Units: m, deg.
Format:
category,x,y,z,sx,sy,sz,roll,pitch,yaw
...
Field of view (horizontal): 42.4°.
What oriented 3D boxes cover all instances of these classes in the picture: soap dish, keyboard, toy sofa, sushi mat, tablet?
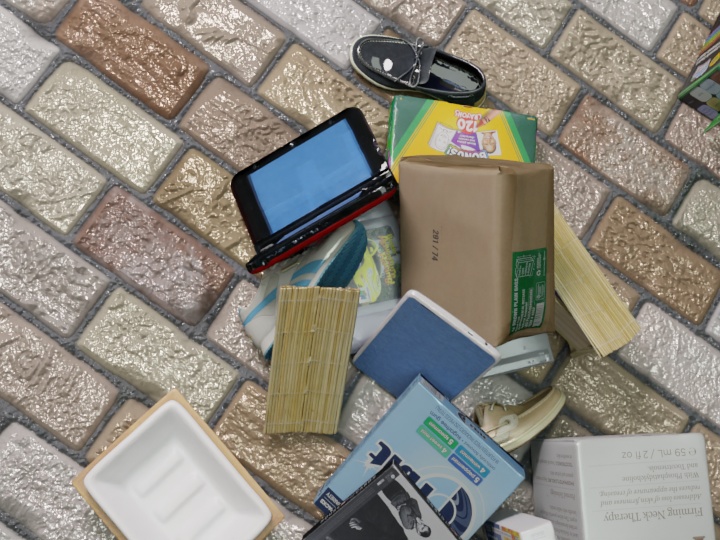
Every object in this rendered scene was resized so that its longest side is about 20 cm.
category,x,y,z,sx,sy,sz,roll,pitch,yaw
soap dish,-0.211,0.267,1.084,0.157,0.081,0.201,-41,88,-14
keyboard,0.156,0.113,1.212,0.196,0.011,0.057,-12,76,-12
toy sofa,0.249,0.012,1.197,0.200,0.098,0.083,43,70,1
sushi mat,-0.060,0.109,1.107,0.094,0.012,0.204,4,114,-11
sushi mat,0.270,0.010,1.159,0.095,0.012,0.202,-20,73,-42
tablet,0.073,0.105,1.106,0.129,0.200,0.014,36,55,0

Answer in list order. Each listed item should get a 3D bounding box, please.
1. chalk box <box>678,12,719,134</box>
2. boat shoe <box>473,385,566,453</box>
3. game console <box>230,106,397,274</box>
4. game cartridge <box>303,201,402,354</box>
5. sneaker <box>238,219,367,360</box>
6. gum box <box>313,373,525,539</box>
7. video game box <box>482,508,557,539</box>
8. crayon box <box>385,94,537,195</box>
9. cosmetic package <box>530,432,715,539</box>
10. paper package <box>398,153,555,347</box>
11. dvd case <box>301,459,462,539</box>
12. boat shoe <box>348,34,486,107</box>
category,x,y,z,sx,sy,sz,roll,pitch,yaw
chalk box,0.539,-0.274,1.290,0.123,0.125,0.202,29,77,-2
boat shoe,0.169,0.197,1.167,0.198,0.072,0.066,-33,87,-8
game console,-0.065,-0.102,1.120,0.198,0.172,0.120,-29,96,7
game cartridge,0.000,0.000,1.195,0.131,0.041,0.204,-12,81,-15
sneaker,-0.072,0.011,1.132,0.201,0.076,0.081,-49,64,7
gum box,0.069,0.257,1.111,0.169,0.045,0.201,41,101,0
video game box,0.201,0.377,1.070,0.046,0.200,0.185,-17,81,-8
crayon box,0.131,-0.153,1.232,0.196,0.058,0.121,7,78,-8
cosmetic package,0.313,0.302,1.119,0.164,0.166,0.204,-2,80,-10
paper package,0.136,-0.031,1.103,0.102,0.189,0.204,-9,104,-33
dvd case,0.049,0.346,1.092,0.150,0.025,0.201,-40,93,10
boat shoe,0.080,-0.272,1.246,0.197,0.062,0.076,19,78,-4
